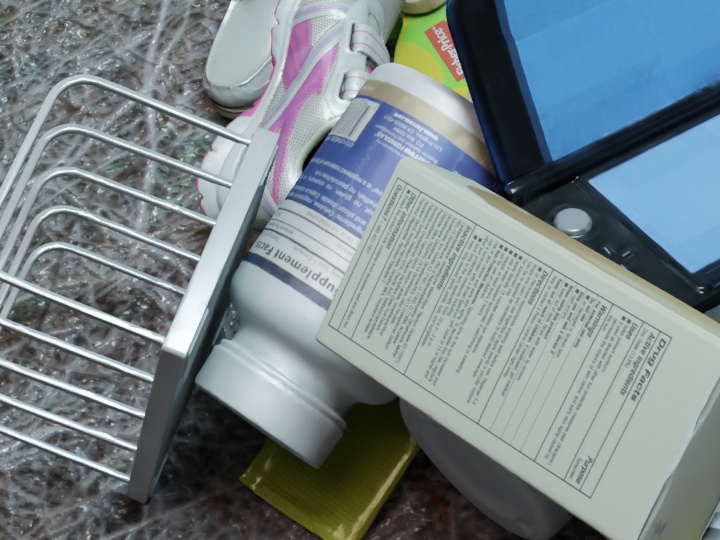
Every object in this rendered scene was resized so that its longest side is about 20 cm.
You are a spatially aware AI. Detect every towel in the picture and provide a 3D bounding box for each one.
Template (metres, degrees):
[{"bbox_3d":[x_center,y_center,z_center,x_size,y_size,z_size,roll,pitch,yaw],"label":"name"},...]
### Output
[{"bbox_3d":[0.016,0.054,1.074,0.086,0.018,0.201,29,82,32],"label":"towel"}]

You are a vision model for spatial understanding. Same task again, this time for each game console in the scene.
[{"bbox_3d":[0.167,-0.090,0.974,0.199,0.119,0.171,-27,48,-21],"label":"game console"}]

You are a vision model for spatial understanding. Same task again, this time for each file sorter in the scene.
[{"bbox_3d":[-0.137,0.009,1.046,0.123,0.200,0.140,21,60,-1],"label":"file sorter"}]

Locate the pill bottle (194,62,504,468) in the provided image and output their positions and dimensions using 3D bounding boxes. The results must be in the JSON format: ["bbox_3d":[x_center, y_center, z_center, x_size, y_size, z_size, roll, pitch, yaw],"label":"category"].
[{"bbox_3d":[0.000,0.000,1.030,0.111,0.111,0.201,30,83,32],"label":"pill bottle"}]

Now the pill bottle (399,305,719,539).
[{"bbox_3d":[0.124,0.036,1.025,0.111,0.112,0.200,34,69,33],"label":"pill bottle"}]

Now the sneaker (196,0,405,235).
[{"bbox_3d":[-0.012,-0.102,1.132,0.088,0.081,0.202,20,83,36],"label":"sneaker"}]

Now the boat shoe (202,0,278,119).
[{"bbox_3d":[-0.052,-0.193,1.272,0.074,0.069,0.201,12,60,24],"label":"boat shoe"}]

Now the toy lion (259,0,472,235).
[{"bbox_3d":[0.014,-0.083,1.183,0.191,0.069,0.201,-31,51,3],"label":"toy lion"}]

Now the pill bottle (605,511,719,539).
[{"bbox_3d":[0.147,0.221,0.883,0.111,0.112,0.201,5,57,20],"label":"pill bottle"}]

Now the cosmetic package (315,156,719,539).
[{"bbox_3d":[0.086,0.038,0.895,0.199,0.071,0.106,34,102,33],"label":"cosmetic package"}]

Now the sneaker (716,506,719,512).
[{"bbox_3d":[0.226,0.070,0.969,0.198,0.088,0.074,-25,9,-11],"label":"sneaker"}]
